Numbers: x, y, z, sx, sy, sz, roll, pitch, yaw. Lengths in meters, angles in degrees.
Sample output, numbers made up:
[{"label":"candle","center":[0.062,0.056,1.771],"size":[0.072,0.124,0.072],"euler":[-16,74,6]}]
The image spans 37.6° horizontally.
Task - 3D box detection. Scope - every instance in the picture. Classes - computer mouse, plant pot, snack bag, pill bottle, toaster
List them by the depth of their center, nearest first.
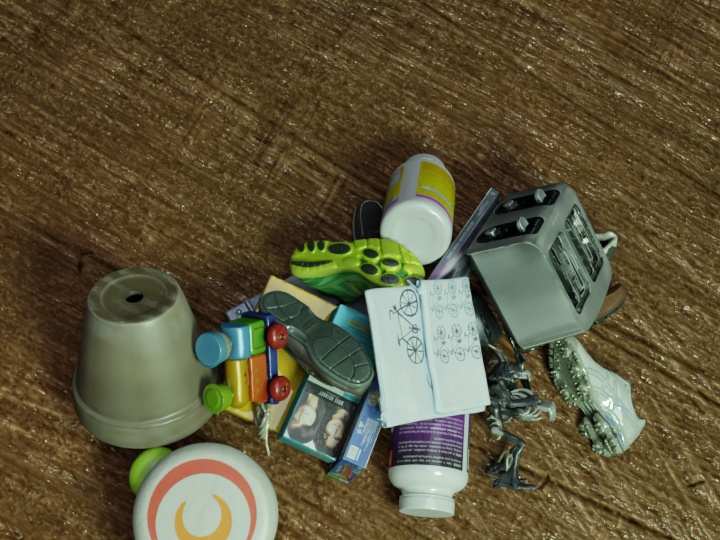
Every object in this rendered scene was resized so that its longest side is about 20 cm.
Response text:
[{"label":"plant pot","center":[-0.284,0.097,1.374],"size":[0.198,0.175,0.201],"euler":[0,37,0]},{"label":"snack bag","center":[0.090,0.104,1.417],"size":[0.199,0.021,0.190],"euler":[-2,81,-41]},{"label":"pill bottle","center":[0.097,0.237,1.477],"size":[0.111,0.113,0.202],"euler":[8,69,-9]},{"label":"toaster","center":[0.255,0.000,1.490],"size":[0.201,0.118,0.181],"euler":[60,38,-17]},{"label":"pill bottle","center":[0.087,-0.098,1.560],"size":[0.103,0.105,0.200],"euler":[20,31,-4]},{"label":"computer mouse","center":[0.202,0.117,1.582],"size":[0.058,0.034,0.201],"euler":[-29,81,-22]}]

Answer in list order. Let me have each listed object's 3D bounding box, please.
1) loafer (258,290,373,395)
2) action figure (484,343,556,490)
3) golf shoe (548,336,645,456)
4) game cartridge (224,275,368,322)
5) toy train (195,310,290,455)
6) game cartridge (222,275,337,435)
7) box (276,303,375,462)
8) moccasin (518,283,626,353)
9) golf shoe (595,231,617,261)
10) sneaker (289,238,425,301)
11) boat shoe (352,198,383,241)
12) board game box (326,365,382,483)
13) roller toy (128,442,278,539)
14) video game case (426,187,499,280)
[{"label":"loafer","center":[-0.060,0.104,1.416],"size":[0.072,0.063,0.200],"euler":[-31,57,-34]},{"label":"action figure","center":[0.221,0.205,1.507],"size":[0.101,0.119,0.202],"euler":[-2,87,0]},{"label":"golf shoe","center":[0.352,0.172,1.573],"size":[0.097,0.078,0.201],"euler":[-29,96,-27]},{"label":"game cartridge","center":[-0.081,0.070,1.544],"size":[0.199,0.038,0.130],"euler":[-29,75,-20]},{"label":"toy train","center":[-0.156,0.161,1.377],"size":[0.115,0.084,0.202],"euler":[-14,106,-52]},{"label":"game cartridge","center":[-0.089,0.133,1.489],"size":[0.175,0.032,0.201],"euler":[26,74,-7]},{"label":"box","center":[-0.036,0.154,1.455],"size":[0.082,0.049,0.201],"euler":[25,72,-7]},{"label":"moccasin","center":[0.313,0.059,1.613],"size":[0.200,0.074,0.078],"euler":[-21,84,-8]},{"label":"golf shoe","center":[0.297,-0.029,1.626],"size":[0.198,0.088,0.078],"euler":[-8,65,-15]},{"label":"sneaker","center":[0.000,0.000,1.500],"size":[0.198,0.084,0.075],"euler":[7,64,20]},{"label":"boat shoe","center":[0.035,-0.027,1.573],"size":[0.071,0.065,0.201],"euler":[-1,60,-16]},{"label":"board game box","center":[0.014,0.187,1.466],"size":[0.034,0.135,0.201],"euler":[24,68,-2]},{"label":"roller toy","center":[-0.197,0.321,1.372],"size":[0.181,0.140,0.202],"euler":[-9,79,-6]},{"label":"video game case","center":[0.145,-0.009,1.560],"size":[0.019,0.143,0.200],"euler":[29,66,18]}]
